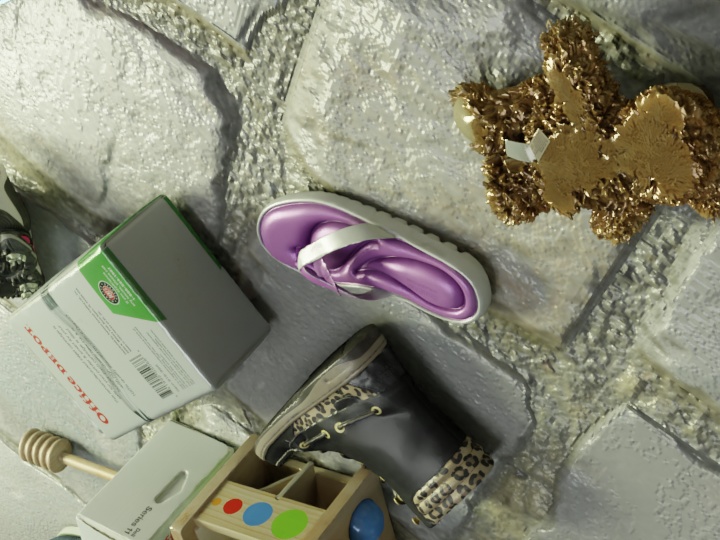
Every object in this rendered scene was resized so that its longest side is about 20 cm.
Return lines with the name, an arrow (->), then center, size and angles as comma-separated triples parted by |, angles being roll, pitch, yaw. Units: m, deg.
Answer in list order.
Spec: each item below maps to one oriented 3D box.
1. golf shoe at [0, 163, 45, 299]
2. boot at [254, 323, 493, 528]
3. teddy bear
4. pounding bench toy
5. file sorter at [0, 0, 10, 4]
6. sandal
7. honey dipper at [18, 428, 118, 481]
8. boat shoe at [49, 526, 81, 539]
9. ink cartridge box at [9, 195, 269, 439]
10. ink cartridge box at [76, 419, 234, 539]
golf shoe -> -0.324, -0.026, 1.233 | 0.200, 0.076, 0.089 | 132, 134, -66
boot -> 0.008, 0.143, 1.094 | 0.150, 0.073, 0.200 | 43, 135, 0
teddy bear -> 0.136, -0.077, 0.803 | 0.199, 0.067, 0.146 | -24, 98, 55
pounding bench toy -> -0.074, 0.266, 1.167 | 0.154, 0.200, 0.125 | 10, 131, 34
file sorter -> -0.385, -0.232, 1.050 | 0.198, 0.123, 0.140 | -5, 120, 43
sandal -> -0.001, -0.006, 0.981 | 0.201, 0.050, 0.083 | 14, 133, 31
honey dipper -> -0.271, 0.208, 1.413 | 0.198, 0.038, 0.038 | 15, 133, 29
boat shoe -> -0.290, 0.323, 1.510 | 0.198, 0.062, 0.076 | -2, 121, 41
ink cartridge box -> -0.191, 0.045, 1.149 | 0.147, 0.083, 0.199 | 52, 140, -10
ink cartridge box -> -0.181, 0.267, 1.302 | 0.082, 0.147, 0.202 | 20, 135, 26
